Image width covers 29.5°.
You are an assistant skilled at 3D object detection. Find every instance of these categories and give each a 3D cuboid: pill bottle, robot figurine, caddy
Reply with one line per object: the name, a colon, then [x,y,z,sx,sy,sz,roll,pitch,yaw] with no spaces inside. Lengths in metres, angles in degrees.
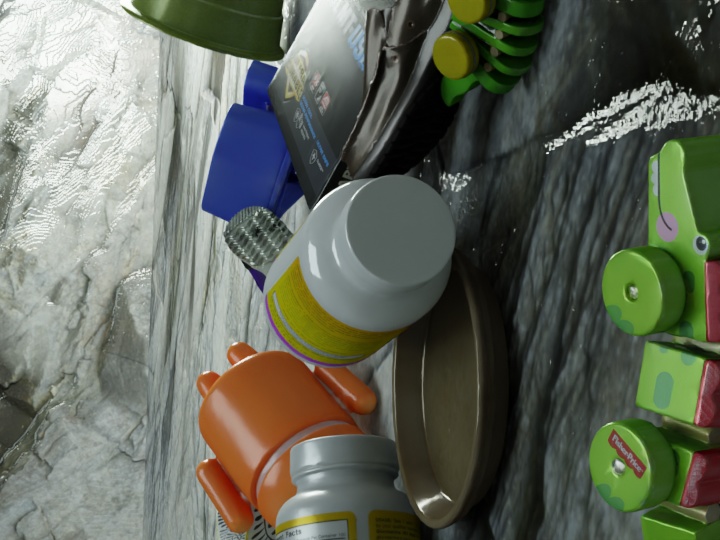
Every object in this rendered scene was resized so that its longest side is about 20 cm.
pill bottle: [0.000,0.000,0.944,0.200,0.104,0.104,135,135,-69]
robot figurine: [-0.065,0.151,1.195,0.200,0.144,0.117,46,141,36]
caddy: [-0.090,-0.120,1.417,0.200,0.105,0.142,112,177,-54]
pill bottle: [-0.007,0.231,1.035,0.112,0.112,0.200,125,145,-64]

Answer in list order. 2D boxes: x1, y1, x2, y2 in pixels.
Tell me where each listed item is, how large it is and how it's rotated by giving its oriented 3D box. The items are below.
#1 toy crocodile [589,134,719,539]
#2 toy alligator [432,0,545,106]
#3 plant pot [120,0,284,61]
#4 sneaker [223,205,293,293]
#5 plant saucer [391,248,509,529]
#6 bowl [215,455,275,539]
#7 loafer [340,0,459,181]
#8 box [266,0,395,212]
toy crocodile: [0.144,0.042,0.580,0.062,0.067,0.200,14,104,55]
toy alligator: [0.092,-0.174,0.833,0.054,0.059,0.200,36,136,22]
plant pot: [-0.155,-0.365,1.571,0.200,0.200,0.190,-119,45,-62]
sneaker: [-0.055,0.023,1.345,0.200,0.070,0.100,54,179,39]
plant saucer: [0.061,0.079,0.958,0.200,0.029,0.200,-178,90,-74]
bowl: [-0.084,0.205,1.362,0.201,0.094,0.201,-179,90,-75]
loafer: [0.036,-0.148,0.924,0.071,0.073,0.200,36,113,23]
box: [0.005,-0.168,1.059,0.199,0.050,0.200,-59,28,27]
